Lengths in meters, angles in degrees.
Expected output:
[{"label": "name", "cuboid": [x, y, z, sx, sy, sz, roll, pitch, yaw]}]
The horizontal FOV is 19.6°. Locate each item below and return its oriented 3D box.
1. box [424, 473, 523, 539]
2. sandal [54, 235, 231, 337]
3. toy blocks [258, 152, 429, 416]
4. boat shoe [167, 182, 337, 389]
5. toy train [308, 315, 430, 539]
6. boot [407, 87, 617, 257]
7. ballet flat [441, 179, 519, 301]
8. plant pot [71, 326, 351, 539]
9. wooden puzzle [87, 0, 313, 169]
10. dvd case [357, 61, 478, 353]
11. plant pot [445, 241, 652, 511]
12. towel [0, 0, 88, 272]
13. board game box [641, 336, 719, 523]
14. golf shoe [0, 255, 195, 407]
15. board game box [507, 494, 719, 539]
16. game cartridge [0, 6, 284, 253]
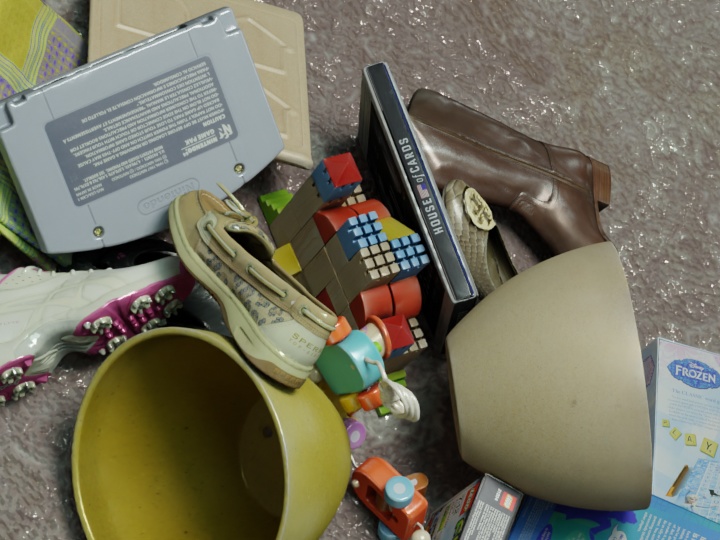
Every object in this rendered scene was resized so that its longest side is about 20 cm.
[{"label": "box", "cuboid": [0.053, 0.256, 1.533, 0.035, 0.110, 0.201, 29, 59, -8]}, {"label": "sandal", "cuboid": [-0.137, 0.012, 1.594, 0.199, 0.048, 0.076, 23, 59, -7]}, {"label": "toy blocks", "cuboid": [0.000, 0.000, 1.610, 0.099, 0.137, 0.201, -16, 75, -28]}, {"label": "boat shoe", "cuboid": [-0.073, 0.000, 1.465, 0.073, 0.063, 0.200, 24, 22, -45]}, {"label": "toy train", "cuboid": [0.015, 0.110, 1.551, 0.056, 0.201, 0.150, -35, 60, -27]}, {"label": "boot", "cuboid": [0.113, -0.050, 1.715, 0.199, 0.064, 0.187, 21, 46, -23]}, {"label": "ballet flat", "cuboid": [0.117, 0.016, 1.657, 0.067, 0.046, 0.201, -49, 120, -53]}, {"label": "plant pot", "cuboid": [-0.088, 0.137, 1.498, 0.142, 0.200, 0.201, -3, 66, -55]}, {"label": "wooden puzzle", "cuboid": [-0.132, -0.159, 1.658, 0.184, 0.046, 0.201, 15, 41, -20]}, {"label": "dvd case", "cuboid": [0.042, -0.046, 1.644, 0.025, 0.150, 0.201, -18, 74, -7]}, {"label": "plant pot", "cuboid": [0.135, 0.088, 1.563, 0.133, 0.201, 0.202, -8, 69, 0]}, {"label": "towel", "cuboid": [-0.247, -0.114, 1.568, 0.144, 0.023, 0.201, 47, 40, -45]}, {"label": "board game box", "cuboid": [0.320, 0.174, 1.725, 0.199, 0.041, 0.201, 16, 63, -16]}, {"label": "golf shoe", "cuboid": [-0.220, 0.024, 1.525, 0.199, 0.075, 0.092, -24, 66, -13]}, {"label": "board game box", "cuboid": [0.204, 0.245, 1.602, 0.199, 0.045, 0.153, 23, 62, 11]}, {"label": "game cartridge", "cuboid": [-0.162, -0.096, 1.537, 0.199, 0.041, 0.134, -25, 109, -17]}]
